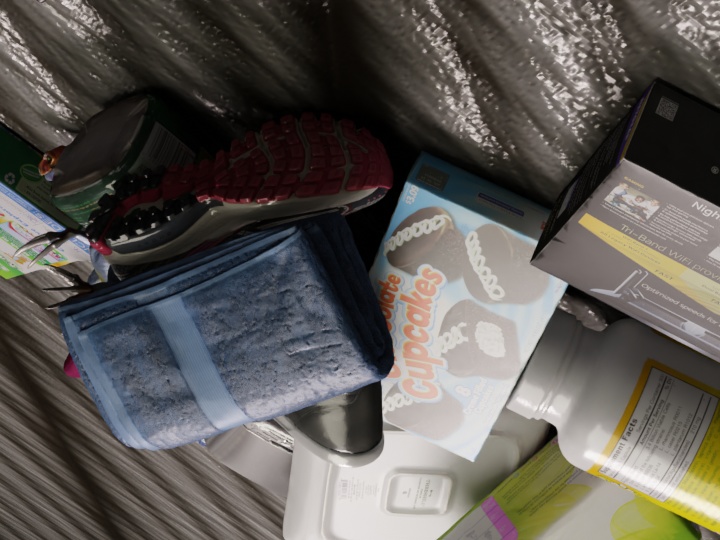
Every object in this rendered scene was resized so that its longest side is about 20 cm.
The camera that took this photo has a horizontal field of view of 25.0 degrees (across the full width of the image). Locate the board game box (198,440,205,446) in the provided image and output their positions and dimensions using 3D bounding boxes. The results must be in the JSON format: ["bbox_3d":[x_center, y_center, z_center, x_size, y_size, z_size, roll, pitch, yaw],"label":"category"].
[{"bbox_3d":[-0.109,0.137,1.553,0.135,0.035,0.200,19,156,17],"label":"board game box"}]

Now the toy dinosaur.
[{"bbox_3d":[-0.190,-0.018,1.244,0.105,0.199,0.183,33,125,33],"label":"toy dinosaur"}]

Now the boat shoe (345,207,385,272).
[{"bbox_3d":[0.000,0.000,1.104,0.067,0.072,0.200,7,144,40],"label":"boat shoe"}]

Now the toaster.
[{"bbox_3d":[-0.030,0.128,1.350,0.199,0.114,0.129,26,155,-3],"label":"toaster"}]

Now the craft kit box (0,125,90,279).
[{"bbox_3d":[-0.317,-0.071,1.315,0.200,0.049,0.197,38,152,-27],"label":"craft kit box"}]

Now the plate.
[{"bbox_3d":[0.044,0.163,1.263,0.198,0.032,0.200,3,133,-6],"label":"plate"}]

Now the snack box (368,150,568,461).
[{"bbox_3d":[0.057,0.028,1.039,0.116,0.037,0.201,24,133,3],"label":"snack box"}]

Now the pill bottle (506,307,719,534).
[{"bbox_3d":[0.199,0.098,1.050,0.199,0.105,0.104,25,158,3],"label":"pill bottle"}]

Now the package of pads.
[{"bbox_3d":[0.149,0.217,1.256,0.155,0.200,0.068,47,-177,-43],"label":"package of pads"}]

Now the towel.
[{"bbox_3d":[-0.083,0.042,0.979,0.199,0.049,0.112,-19,102,27],"label":"towel"}]

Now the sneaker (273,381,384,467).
[{"bbox_3d":[-0.058,0.037,1.056,0.199,0.071,0.100,30,127,27],"label":"sneaker"}]

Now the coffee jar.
[{"bbox_3d":[-0.110,-0.030,1.126,0.104,0.086,0.200,-12,136,45],"label":"coffee jar"}]

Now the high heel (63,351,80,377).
[{"bbox_3d":[-0.142,0.043,1.233,0.068,0.096,0.200,59,-159,21],"label":"high heel"}]

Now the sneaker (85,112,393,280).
[{"bbox_3d":[-0.070,-0.038,1.014,0.199,0.081,0.075,-15,131,22],"label":"sneaker"}]

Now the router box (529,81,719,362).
[{"bbox_3d":[0.209,-0.005,0.882,0.199,0.052,0.157,27,157,-3],"label":"router box"}]

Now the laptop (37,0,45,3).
[{"bbox_3d":[-0.216,-0.247,0.867,0.187,0.116,0.200,37,126,-26],"label":"laptop"}]
